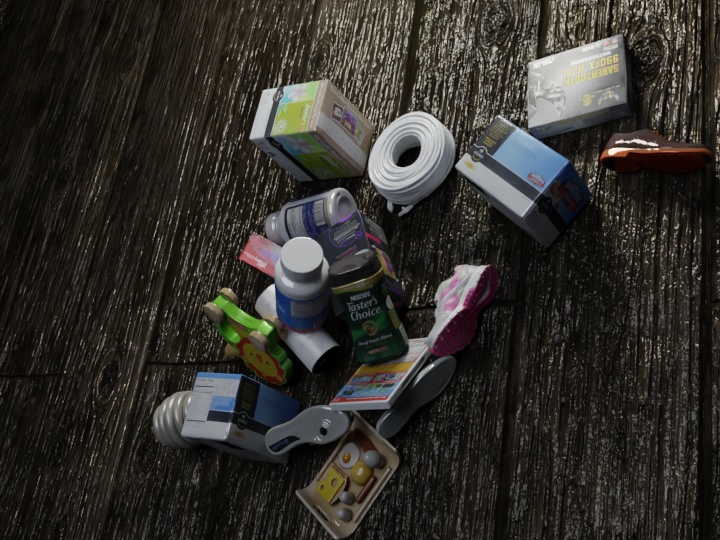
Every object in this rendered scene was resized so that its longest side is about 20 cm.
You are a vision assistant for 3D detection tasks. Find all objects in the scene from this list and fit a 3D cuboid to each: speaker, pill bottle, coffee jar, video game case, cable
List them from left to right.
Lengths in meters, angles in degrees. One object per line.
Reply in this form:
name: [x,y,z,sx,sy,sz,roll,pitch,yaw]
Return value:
speaker: [-0.131,0.120,1.749,0.081,0.081,0.200,-48,66,5]
pill bottle: [-0.114,0.026,1.644,0.110,0.201,0.114,2,54,-2]
pill bottle: [-0.111,-0.108,1.863,0.197,0.111,0.113,-12,61,32]
coffee jar: [0.013,0.068,1.590,0.103,0.085,0.203,-17,102,18]
video game case: [0.045,0.193,1.574,0.141,0.018,0.200,-10,24,40]
cable: [0.106,-0.242,1.799,0.199,0.069,0.202,-35,52,17]

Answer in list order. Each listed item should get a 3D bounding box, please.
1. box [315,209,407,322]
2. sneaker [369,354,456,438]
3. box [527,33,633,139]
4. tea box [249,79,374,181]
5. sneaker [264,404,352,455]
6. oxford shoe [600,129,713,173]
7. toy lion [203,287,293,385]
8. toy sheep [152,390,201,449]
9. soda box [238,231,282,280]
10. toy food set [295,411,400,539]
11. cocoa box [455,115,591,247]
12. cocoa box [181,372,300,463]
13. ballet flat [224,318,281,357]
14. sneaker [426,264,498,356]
box: [0.000,0.000,1.731,0.121,0.106,0.202,-30,54,21]
sneaker: [0.088,0.214,1.587,0.200,0.071,0.099,-44,37,0]
box: [0.426,-0.356,1.637,0.197,0.048,0.161,-10,62,32]
tea box: [-0.107,-0.312,1.903,0.194,0.199,0.136,-2,66,36]
sneaker: [-0.084,0.299,1.638,0.198,0.111,0.074,-21,84,28]
oxford shoe: [0.525,-0.219,1.484,0.198,0.071,0.073,8,67,39]
toy lion: [-0.226,0.153,1.762,0.198,0.193,0.069,29,56,23]
toy sheep: [-0.373,0.325,1.825,0.198,0.138,0.140,-27,54,22]
soda box: [-0.163,-0.005,1.836,0.198,0.063,0.071,28,84,18]
toy food set: [-0.027,0.383,1.590,0.143,0.060,0.201,35,90,41]
cocoa box: [0.304,-0.168,1.565,0.132,0.133,0.200,-49,49,4]
cocoa box: [-0.237,0.298,1.693,0.132,0.199,0.133,-3,65,35]
ballet flat: [-0.218,0.146,1.844,0.199,0.068,0.064,-38,55,16]
sneaker: [0.178,0.072,1.583,0.087,0.082,0.201,15,62,45]
